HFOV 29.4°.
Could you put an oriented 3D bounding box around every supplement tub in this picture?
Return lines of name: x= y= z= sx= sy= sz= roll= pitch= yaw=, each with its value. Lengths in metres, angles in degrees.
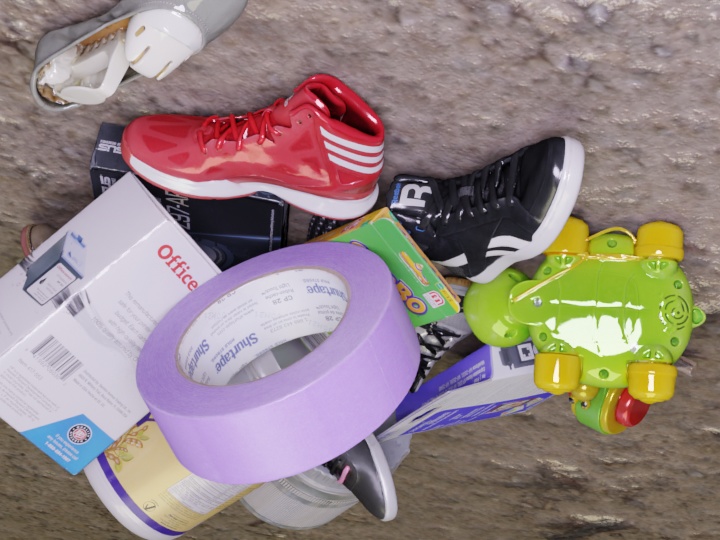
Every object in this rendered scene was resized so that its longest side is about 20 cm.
supplement tub: x=-0.129 y=0.129 z=1.194 sx=0.200 sy=0.146 sz=0.145 roll=-34 pitch=137 yaw=14

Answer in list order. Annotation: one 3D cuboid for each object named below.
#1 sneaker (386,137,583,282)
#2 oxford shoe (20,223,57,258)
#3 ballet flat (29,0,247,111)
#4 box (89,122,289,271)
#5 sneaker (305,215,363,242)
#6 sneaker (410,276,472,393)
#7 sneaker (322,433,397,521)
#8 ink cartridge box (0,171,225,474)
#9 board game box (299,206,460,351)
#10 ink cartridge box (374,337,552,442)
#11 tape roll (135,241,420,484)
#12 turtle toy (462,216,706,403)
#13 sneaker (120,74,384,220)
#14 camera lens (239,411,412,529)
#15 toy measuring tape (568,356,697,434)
sneaker: x=0.080 y=-0.049 z=1.040 sx=0.112 sy=0.073 sz=0.200 roll=15 pitch=154 yaw=-13
oxford shoe: x=-0.234 y=0.012 z=1.303 sx=0.075 sy=0.071 sz=0.200 roll=-30 pitch=128 yaw=22
ballet flat: x=-0.155 y=-0.153 z=0.949 sx=0.200 sy=0.064 sz=0.067 roll=-14 pitch=145 yaw=38
box: x=-0.142 y=-0.043 z=1.178 sx=0.160 sy=0.044 sz=0.200 roll=11 pitch=153 yaw=-1
sneaker: x=0.000 y=0.000 z=1.205 sx=0.090 sy=0.070 sz=0.200 roll=-5 pitch=153 yaw=-14
sneaker: x=0.057 y=0.072 z=1.285 sx=0.076 sy=0.088 sz=0.200 roll=24 pitch=149 yaw=-22
sneaker: x=-0.048 y=0.162 z=1.290 sx=0.099 sy=0.200 sz=0.071 roll=-22 pitch=159 yaw=-28
ink cartridge box: x=-0.206 y=0.044 z=1.093 sx=0.086 sy=0.200 sz=0.146 roll=45 pitch=174 yaw=44
board game box: x=-0.004 y=0.012 z=1.092 sx=0.096 sy=0.030 sz=0.200 roll=51 pitch=147 yaw=-14
ink cartridge box: x=0.117 y=0.107 z=1.291 sx=0.200 sy=0.043 sz=0.198 roll=-10 pitch=163 yaw=-29
tape roll: x=-0.060 y=0.063 z=1.002 sx=0.200 sy=0.200 sz=0.066 roll=-6 pitch=124 yaw=28
turtle toy: x=0.182 y=0.032 z=1.133 sx=0.200 sy=0.146 sz=0.101 roll=4 pitch=174 yaw=13
sneaker: x=-0.076 y=-0.110 z=1.020 sx=0.200 sy=0.078 sz=0.116 roll=8 pitch=140 yaw=-7
camera lens: x=-0.048 y=0.177 z=1.441 sx=0.160 sy=0.160 sz=0.200 roll=18 pitch=152 yaw=-14
toy measuring tape: x=0.242 y=0.110 z=1.235 sx=0.073 sy=0.074 sz=0.200 roll=-13 pitch=170 yaw=37
